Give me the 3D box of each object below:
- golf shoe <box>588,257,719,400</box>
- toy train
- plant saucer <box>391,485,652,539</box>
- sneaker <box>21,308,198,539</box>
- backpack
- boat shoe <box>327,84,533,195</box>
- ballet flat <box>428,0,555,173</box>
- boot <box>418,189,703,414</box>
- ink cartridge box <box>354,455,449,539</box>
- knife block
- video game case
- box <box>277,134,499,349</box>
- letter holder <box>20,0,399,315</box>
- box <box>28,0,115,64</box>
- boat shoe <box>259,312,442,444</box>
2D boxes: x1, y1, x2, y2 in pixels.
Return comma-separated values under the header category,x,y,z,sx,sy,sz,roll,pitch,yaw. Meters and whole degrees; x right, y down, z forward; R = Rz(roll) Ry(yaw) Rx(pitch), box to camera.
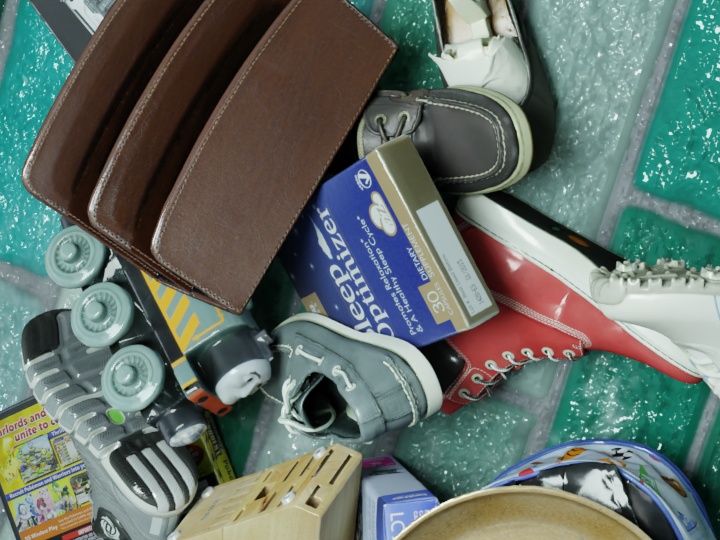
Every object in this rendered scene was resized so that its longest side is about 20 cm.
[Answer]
category,x,y,z,sx,sy,sz,roll,pitch,yaw
golf shoe,0.220,0.047,0.867,0.199,0.078,0.098,10,95,-15
toy train,-0.137,0.020,1.037,0.114,0.085,0.200,-34,63,7
plant saucer,0.092,0.216,0.844,0.199,0.035,0.201,1,94,9
sneaker,-0.192,0.128,1.094,0.200,0.075,0.116,51,142,33
backpack,0.146,0.200,0.927,0.199,0.154,0.191,-19,95,19
boat shoe,0.024,-0.080,0.967,0.200,0.065,0.074,5,107,51
ballet flat,0.071,-0.157,0.974,0.068,0.068,0.201,-18,87,23
boot,0.122,0.052,0.971,0.200,0.072,0.145,32,108,27
ink cartridge box,0.025,0.193,0.963,0.042,0.200,0.120,-5,93,-10
knife block,-0.040,0.221,1.023,0.200,0.064,0.176,-25,108,40
video game case,-0.185,0.166,1.145,0.199,0.025,0.181,-24,85,25
box,0.000,0.000,0.977,0.121,0.032,0.200,62,150,-1
letter holder,-0.096,-0.099,0.936,0.100,0.142,0.200,18,74,53
box,-0.134,-0.226,1.045,0.200,0.050,0.158,-42,73,15
boat shoe,-0.027,0.075,0.985,0.200,0.062,0.073,3,120,57
